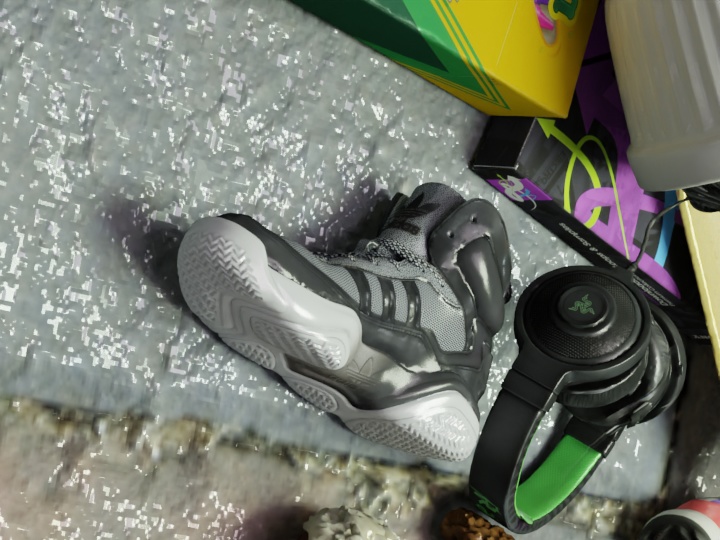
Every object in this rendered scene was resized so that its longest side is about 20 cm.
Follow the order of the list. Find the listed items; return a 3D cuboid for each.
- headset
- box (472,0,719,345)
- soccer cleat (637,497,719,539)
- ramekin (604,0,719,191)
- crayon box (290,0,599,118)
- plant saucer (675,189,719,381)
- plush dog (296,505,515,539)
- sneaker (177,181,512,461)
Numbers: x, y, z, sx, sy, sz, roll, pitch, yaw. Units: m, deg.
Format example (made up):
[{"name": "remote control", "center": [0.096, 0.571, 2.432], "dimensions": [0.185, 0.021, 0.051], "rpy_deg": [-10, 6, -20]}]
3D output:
[{"name": "headset", "center": [0.129, 0.043, 1.224], "dimensions": [0.201, 0.094, 0.123], "rpy_deg": [-60, 156, -2]}, {"name": "box", "center": [0.155, -0.067, 1.302], "dimensions": [0.200, 0.036, 0.143], "rpy_deg": [35, 70, -38]}, {"name": "soccer cleat", "center": [0.189, 0.219, 1.335], "dimensions": [0.073, 0.068, 0.201], "rpy_deg": [-15, 103, -51]}, {"name": "ramekin", "center": [0.211, -0.119, 1.202], "dimensions": [0.200, 0.200, 0.105], "rpy_deg": [-24, 97, -38]}, {"name": "crayon box", "center": [0.051, -0.196, 1.185], "dimensions": [0.172, 0.058, 0.201], "rpy_deg": [25, 76, -40]}, {"name": "plant saucer", "center": [0.275, 0.010, 1.307], "dimensions": [0.199, 0.048, 0.201], "rpy_deg": [-15, 107, 1]}, {"name": "plush dog", "center": [0.057, 0.204, 1.178], "dimensions": [0.172, 0.160, 0.201], "rpy_deg": [-11, 101, -64]}, {"name": "sneaker", "center": [0.000, 0.000, 1.147], "dimensions": [0.200, 0.075, 0.114], "rpy_deg": [40, 67, -42]}]
